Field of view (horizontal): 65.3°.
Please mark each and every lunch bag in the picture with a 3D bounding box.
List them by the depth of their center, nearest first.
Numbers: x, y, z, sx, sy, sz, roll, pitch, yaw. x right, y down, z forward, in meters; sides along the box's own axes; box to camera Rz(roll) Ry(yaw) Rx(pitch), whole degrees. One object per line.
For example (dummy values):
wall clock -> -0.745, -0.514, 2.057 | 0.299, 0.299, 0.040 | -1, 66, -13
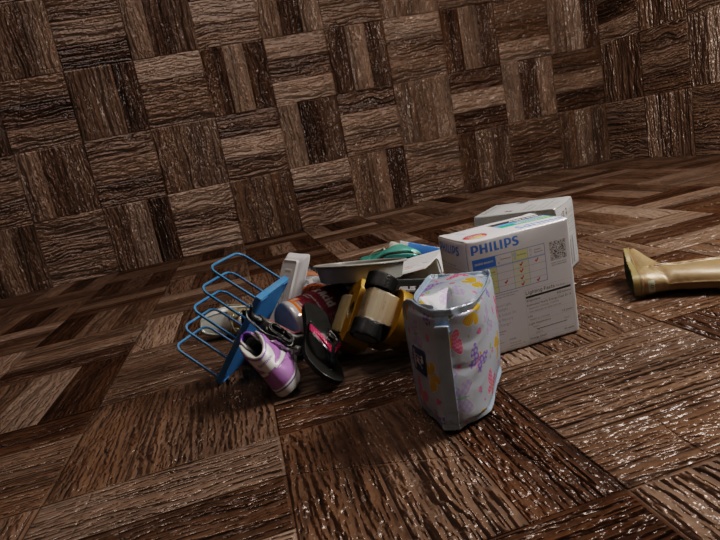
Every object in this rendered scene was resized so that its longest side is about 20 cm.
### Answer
lunch bag -> 0.131, 0.104, 0.800 | 0.125, 0.172, 0.200 | -5, 14, 19

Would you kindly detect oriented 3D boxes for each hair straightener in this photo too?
hair straightener -> -0.121, 0.118, 1.000 | 0.041, 0.199, 0.077 | -54, 22, -3

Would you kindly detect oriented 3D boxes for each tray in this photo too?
tray -> -0.166, 0.059, 1.247 | 0.022, 0.203, 0.107 | 15, -5, -32

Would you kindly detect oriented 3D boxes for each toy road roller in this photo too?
toy road roller -> 0.041, 0.097, 1.039 | 0.144, 0.124, 0.200 | 25, -21, -15

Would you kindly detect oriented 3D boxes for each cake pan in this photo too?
cake pan -> 0.000, 0.000, 1.166 | 0.197, 0.037, 0.200 | -4, 3, 0

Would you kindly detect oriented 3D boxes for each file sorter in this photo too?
file sorter -> -0.252, 0.085, 1.096 | 0.122, 0.202, 0.139 | 31, 20, 5

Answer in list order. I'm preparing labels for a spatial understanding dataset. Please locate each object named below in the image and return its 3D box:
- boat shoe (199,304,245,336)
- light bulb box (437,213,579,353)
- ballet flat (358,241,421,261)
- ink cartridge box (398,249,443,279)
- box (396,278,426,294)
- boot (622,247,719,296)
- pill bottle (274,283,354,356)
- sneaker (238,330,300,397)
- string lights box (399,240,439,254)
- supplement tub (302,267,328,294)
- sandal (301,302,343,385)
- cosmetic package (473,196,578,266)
boat shoe -> -0.294, 0.119, 1.358 | 0.197, 0.076, 0.068 | -12, 6, -7
light bulb box -> 0.258, 0.020, 0.986 | 0.195, 0.203, 0.125 | -13, 12, -12
ballet flat -> 0.067, -0.036, 1.430 | 0.198, 0.067, 0.071 | -22, 48, 35
ink cartridge box -> 0.095, 0.011, 1.294 | 0.198, 0.044, 0.173 | -16, 11, 28
box -> 0.151, 0.042, 1.177 | 0.190, 0.048, 0.200 | 0, -5, -4
boot -> 0.625, -0.003, 1.090 | 0.197, 0.067, 0.176 | -8, 25, 20
pill bottle -> -0.069, 0.091, 1.172 | 0.198, 0.116, 0.113 | -20, 15, -34
sneaker -> -0.172, 0.141, 1.015 | 0.073, 0.115, 0.200 | -44, 18, -9
string lights box -> 0.204, -0.028, 1.439 | 0.198, 0.060, 0.102 | 12, 4, 31
supplement tub -> -0.123, 0.064, 1.333 | 0.121, 0.125, 0.200 | -14, 12, -12
sandal -> -0.066, 0.117, 0.997 | 0.045, 0.075, 0.201 | -48, 34, 22
cosmetic package -> 0.404, -0.075, 1.364 | 0.198, 0.168, 0.164 | -3, 13, 34
